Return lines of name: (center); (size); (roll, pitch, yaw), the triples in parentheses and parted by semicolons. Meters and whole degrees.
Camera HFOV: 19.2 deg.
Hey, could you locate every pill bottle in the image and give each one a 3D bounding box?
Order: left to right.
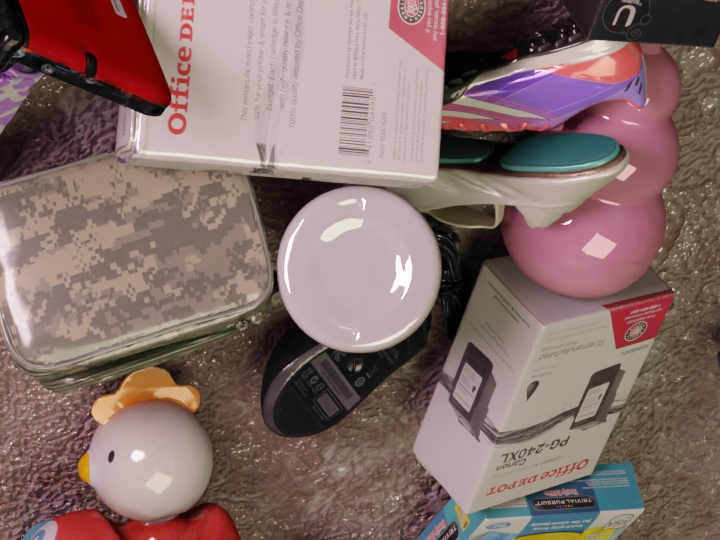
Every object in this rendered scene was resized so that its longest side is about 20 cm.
pill bottle: (0.000, 0.000, 1.485); (0.110, 0.200, 0.112); (0, 90, 1)

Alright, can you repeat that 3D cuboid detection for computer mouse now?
computer mouse: (0.001, 0.051, 1.640); (0.199, 0.053, 0.139); (-35, 137, -6)

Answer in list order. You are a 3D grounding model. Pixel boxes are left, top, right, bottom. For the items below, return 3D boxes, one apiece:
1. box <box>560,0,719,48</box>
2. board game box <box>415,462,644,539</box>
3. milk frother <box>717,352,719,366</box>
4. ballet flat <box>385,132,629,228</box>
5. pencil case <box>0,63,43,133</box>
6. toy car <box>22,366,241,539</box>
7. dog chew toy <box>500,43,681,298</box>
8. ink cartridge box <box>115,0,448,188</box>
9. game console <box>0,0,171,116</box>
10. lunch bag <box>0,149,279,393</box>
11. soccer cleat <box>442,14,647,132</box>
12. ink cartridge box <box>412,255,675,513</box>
box: (0.200, -0.263, 1.393); (0.105, 0.123, 0.201); (0, 129, -24)
board game box: (0.130, 0.231, 1.811); (0.150, 0.047, 0.200); (-1, 149, -23)
milk frother: (0.437, 0.091, 1.753); (0.188, 0.201, 0.180); (-45, 134, 19)
ballet flat: (0.105, -0.061, 1.504); (0.199, 0.070, 0.070); (3, 146, 33)
pencil case: (-0.276, -0.082, 1.369); (0.084, 0.086, 0.200); (16, 123, -36)
toy car: (-0.177, 0.170, 1.613); (0.176, 0.184, 0.202); (-6, 103, -18)
dog chew toy: (0.176, -0.082, 1.552); (0.124, 0.125, 0.201); (1, 121, -25)
ink cartridge box: (-0.052, -0.133, 1.356); (0.198, 0.085, 0.147); (5, 88, -15)
game console: (-0.228, -0.142, 1.256); (0.172, 0.201, 0.119); (21, 120, -37)
lunch bag: (-0.156, -0.003, 1.455); (0.199, 0.140, 0.168); (-17, 175, -8)
soccer cleat: (0.102, -0.120, 1.479); (0.199, 0.068, 0.074); (-17, 115, 16)
ink cartridge box: (0.141, 0.082, 1.671); (0.144, 0.083, 0.201); (-13, 136, -36)
